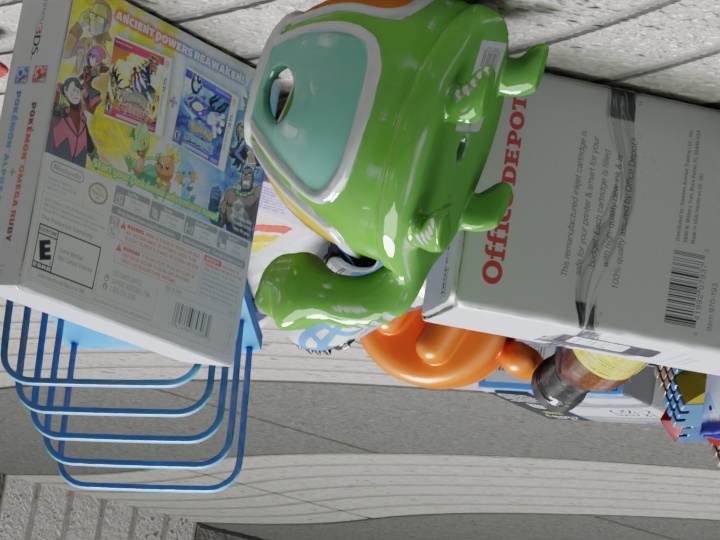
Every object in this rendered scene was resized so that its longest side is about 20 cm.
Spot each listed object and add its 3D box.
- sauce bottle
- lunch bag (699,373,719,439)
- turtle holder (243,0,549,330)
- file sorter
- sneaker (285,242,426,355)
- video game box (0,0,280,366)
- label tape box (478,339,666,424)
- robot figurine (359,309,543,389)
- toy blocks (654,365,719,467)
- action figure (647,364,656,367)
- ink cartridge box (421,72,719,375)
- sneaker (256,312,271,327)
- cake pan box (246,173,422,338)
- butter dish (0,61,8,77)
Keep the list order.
[{"bbox_3d":[0.174,0.045,1.812,0.066,0.066,0.200,13,151,-18],"label":"sauce bottle"},{"bbox_3d":[0.305,0.024,1.605,0.124,0.170,0.200,9,168,-15],"label":"lunch bag"},{"bbox_3d":[0.010,-0.066,1.402,0.132,0.141,0.186,20,128,16],"label":"turtle holder"},{"bbox_3d":[-0.149,0.055,1.708,0.139,0.123,0.200,2,155,7],"label":"file sorter"},{"bbox_3d":[0.000,0.000,1.659,0.072,0.072,0.200,45,150,-8],"label":"sneaker"},{"bbox_3d":[-0.133,-0.054,1.525,0.047,0.182,0.200,4,167,36],"label":"video game box"},{"bbox_3d":[0.215,0.098,2.280,0.143,0.066,0.200,1,164,33],"label":"label tape box"},{"bbox_3d":[0.057,0.029,1.920,0.144,0.117,0.200,-6,175,8],"label":"robot figurine"},{"bbox_3d":[0.274,0.073,1.846,0.137,0.100,0.200,-1,138,-17],"label":"toy blocks"},{"bbox_3d":[0.247,0.041,1.994,0.130,0.069,0.200,7,174,-27],"label":"action figure"},{"bbox_3d":[0.146,-0.027,1.536,0.200,0.145,0.083,11,170,-12],"label":"ink cartridge box"},{"bbox_3d":[-0.147,-0.028,1.875,0.200,0.075,0.085,23,163,9],"label":"sneaker"},{"bbox_3d":[-0.030,-0.024,1.730,0.200,0.052,0.184,16,154,-29],"label":"cake pan box"},{"bbox_3d":[-0.352,-0.090,1.598,0.200,0.148,0.199,19,165,-41],"label":"butter dish"}]
